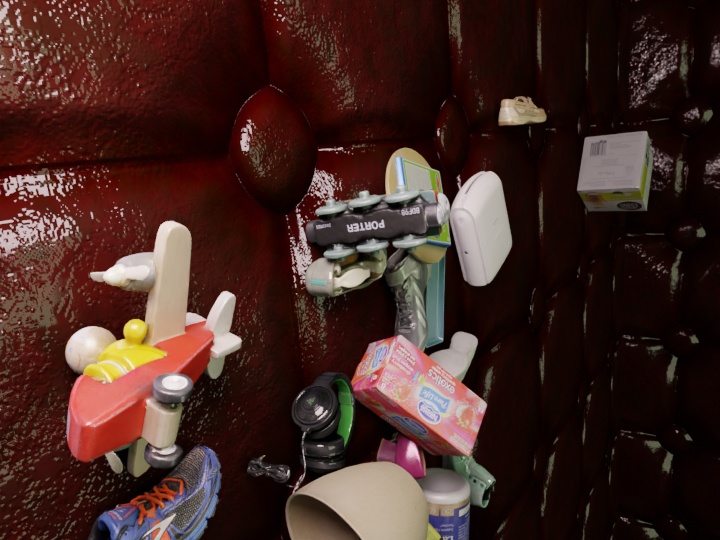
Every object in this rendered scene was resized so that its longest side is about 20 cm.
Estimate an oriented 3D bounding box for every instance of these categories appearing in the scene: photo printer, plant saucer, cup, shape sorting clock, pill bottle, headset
[{"bbox_3d":[0.256,-0.097,1.100,0.167,0.068,0.203,-47,129,-39],"label":"photo printer"},{"bbox_3d":[0.139,0.042,1.003,0.069,0.019,0.205,-7,100,-52],"label":"plant saucer"},{"bbox_3d":[0.014,0.348,0.709,0.142,0.198,0.205,-28,116,-41],"label":"cup"},{"bbox_3d":[0.100,-0.111,0.899,0.198,0.039,0.205,20,63,-45],"label":"shape sorting clock"},{"bbox_3d":[0.148,0.494,0.982,0.115,0.114,0.205,-7,99,-52],"label":"pill bottle"},{"bbox_3d":[-0.069,0.223,0.722,0.200,0.092,0.126,-39,124,-62],"label":"headset"}]

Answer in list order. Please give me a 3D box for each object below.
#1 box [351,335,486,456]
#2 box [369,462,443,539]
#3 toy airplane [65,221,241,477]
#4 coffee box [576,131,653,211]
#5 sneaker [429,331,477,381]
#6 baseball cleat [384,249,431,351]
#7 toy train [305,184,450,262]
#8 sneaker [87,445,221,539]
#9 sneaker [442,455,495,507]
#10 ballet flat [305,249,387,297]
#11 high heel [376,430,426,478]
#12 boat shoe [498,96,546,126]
[{"bbox_3d":[0.090,0.202,0.825,0.199,0.099,0.096,39,59,-15],"label":"box"},{"bbox_3d":[0.056,0.409,0.855,0.075,0.050,0.201,-45,118,-12],"label":"box"},{"bbox_3d":[-0.198,0.080,0.486,0.200,0.138,0.204,104,0,-64],"label":"toy airplane"},{"bbox_3d":[0.886,-0.334,1.802,0.197,0.196,0.204,28,71,-50],"label":"coffee box"},{"bbox_3d":[0.181,0.201,1.035,0.199,0.074,0.090,-25,129,-53],"label":"sneaker"},{"bbox_3d":[0.072,0.051,0.886,0.106,0.069,0.205,24,65,-45],"label":"baseball cleat"},{"bbox_3d":[0.024,-0.069,0.703,0.114,0.196,0.087,-36,116,-61],"label":"toy train"},{"bbox_3d":[-0.216,0.256,0.513,0.201,0.074,0.079,-51,128,-39],"label":"sneaker"},{"bbox_3d":[0.228,0.383,1.074,0.073,0.116,0.206,-9,100,-50],"label":"sneaker"},{"bbox_3d":[0.000,0.000,0.776,0.198,0.063,0.069,-20,110,-50],"label":"ballet flat"},{"bbox_3d":[0.101,0.255,0.910,0.067,0.095,0.204,36,65,-48],"label":"high heel"},{"bbox_3d":[0.396,-0.387,1.254,0.198,0.070,0.066,-23,112,-48],"label":"boat shoe"}]
